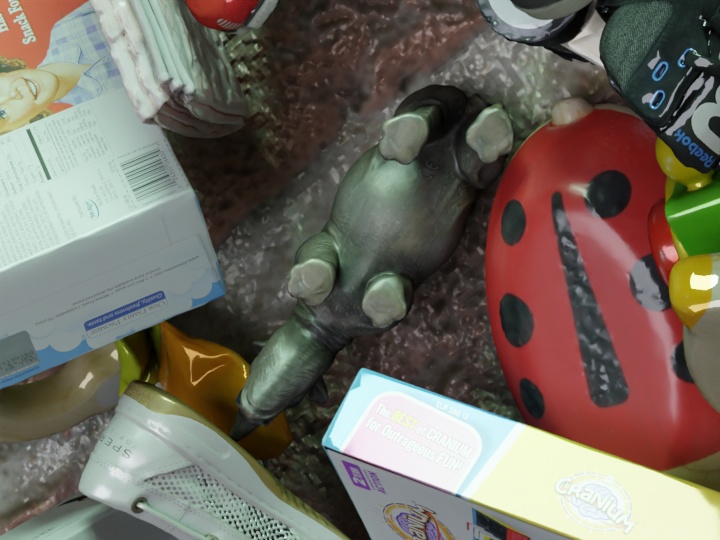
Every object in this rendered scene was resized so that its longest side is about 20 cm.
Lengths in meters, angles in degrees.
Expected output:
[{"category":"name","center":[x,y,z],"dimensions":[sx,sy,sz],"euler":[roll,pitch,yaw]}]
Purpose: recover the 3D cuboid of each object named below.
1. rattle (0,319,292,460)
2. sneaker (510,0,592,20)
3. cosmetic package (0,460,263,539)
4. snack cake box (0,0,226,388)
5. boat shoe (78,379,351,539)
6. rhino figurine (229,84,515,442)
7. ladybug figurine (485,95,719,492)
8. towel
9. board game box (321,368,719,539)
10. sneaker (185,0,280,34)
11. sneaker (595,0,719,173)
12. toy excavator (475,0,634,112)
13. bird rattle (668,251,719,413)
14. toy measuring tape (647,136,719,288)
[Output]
[{"category":"rattle","center":[-0.156,0.059,0.943],"dimensions":[0.130,0.199,0.143],"euler":[-47,60,33]},{"category":"sneaker","center":[0.058,-0.199,0.739],"dimensions":[0.074,0.106,0.202],"euler":[-3,73,45]},{"category":"cosmetic package","center":[-0.125,0.133,0.955],"dimensions":[0.082,0.200,0.051],"euler":[-20,93,30]},{"category":"snack cake box","center":[-0.150,-0.051,0.917],"dimensions":[0.067,0.114,0.200],"euler":[75,169,-46]},{"category":"boat shoe","center":[-0.051,0.132,0.935],"dimensions":[0.200,0.070,0.071],"euler":[42,167,-26]},{"category":"rhino figurine","center":[0.000,0.000,0.905],"dimensions":[0.060,0.087,0.201],"euler":[35,102,-1]},{"category":"ladybug figurine","center":[0.113,0.024,0.874],"dimensions":[0.135,0.072,0.201],"euler":[-19,92,31]},{"category":"towel","center":[-0.105,-0.156,0.892],"dimensions":[0.032,0.191,0.201],"euler":[-21,91,4]},{"category":"board game box","center":[0.093,0.123,0.873],"dimensions":[0.199,0.041,0.153],"euler":[18,155,24]},{"category":"sneaker","center":[-0.077,-0.197,0.839],"dimensions":[0.077,0.084,0.202],"euler":[-2,96,49]},{"category":"sneaker","center":[0.154,-0.077,0.683],"dimensions":[0.112,0.073,0.200],"euler":[-59,29,1]},{"category":"toy excavator","center":[0.116,-0.181,0.825],"dimensions":[0.194,0.100,0.201],"euler":[32,101,19]},{"category":"bird rattle","center":[0.201,0.018,0.738],"dimensions":[0.162,0.200,0.114],"euler":[-11,61,24]},{"category":"toy measuring tape","center":[0.168,0.008,0.813],"dimensions":[0.073,0.074,0.200],"euler":[-15,128,30]}]
